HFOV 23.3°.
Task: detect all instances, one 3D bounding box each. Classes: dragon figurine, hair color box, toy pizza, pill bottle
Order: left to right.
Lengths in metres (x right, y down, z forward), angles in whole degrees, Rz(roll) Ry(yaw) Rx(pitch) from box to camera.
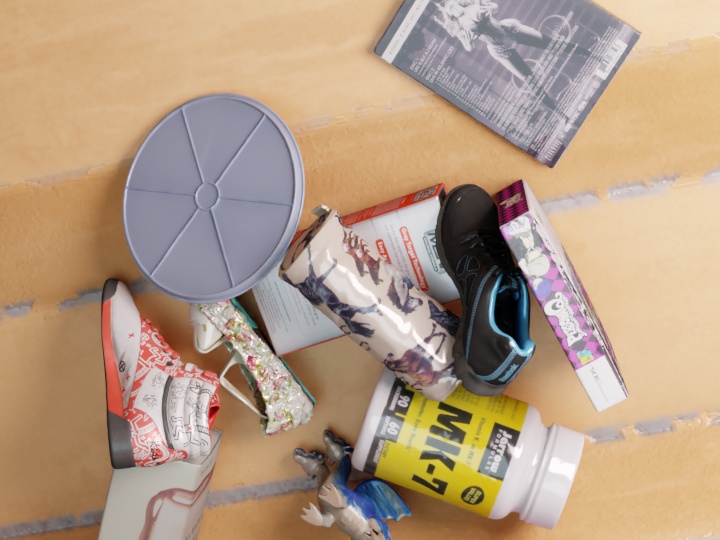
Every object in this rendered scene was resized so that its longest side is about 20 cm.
[{"bbox_3d":[-0.136,-0.067,1.638,0.199,0.032,0.201,-6,77,26],"label":"toy pizza"},{"bbox_3d":[0.000,0.000,1.645,0.199,0.061,0.102,-17,101,14],"label":"hair color box"},{"bbox_3d":[0.006,0.237,1.674,0.200,0.099,0.059,44,115,9],"label":"dragon figurine"},{"bbox_3d":[0.102,0.165,1.641,0.199,0.114,0.115,19,106,4],"label":"pill bottle"}]

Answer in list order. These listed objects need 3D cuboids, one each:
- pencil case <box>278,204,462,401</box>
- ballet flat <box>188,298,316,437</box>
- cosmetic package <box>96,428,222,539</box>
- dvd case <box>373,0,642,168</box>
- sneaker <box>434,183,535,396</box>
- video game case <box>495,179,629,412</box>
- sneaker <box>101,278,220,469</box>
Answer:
[{"bbox_3d":[0.019,0.028,1.578,0.200,0.090,0.078,39,137,-3],"label":"pencil case"},{"bbox_3d":[-0.119,0.076,1.674,0.064,0.076,0.200,-38,95,-12],"label":"ballet flat"},{"bbox_3d":[-0.206,0.252,1.723,0.087,0.103,0.201,16,108,5],"label":"cosmetic package"},{"bbox_3d":[0.132,-0.208,1.593,0.199,0.016,0.149,33,108,0],"label":"dvd case"},{"bbox_3d":[0.119,0.007,1.542,0.073,0.201,0.082,5,152,-26],"label":"sneaker"},{"bbox_3d":[0.176,0.017,1.545,0.036,0.200,0.182,-28,98,8],"label":"video game case"},{"bbox_3d":[-0.191,0.095,1.668,0.107,0.202,0.067,-5,145,-8],"label":"sneaker"}]
